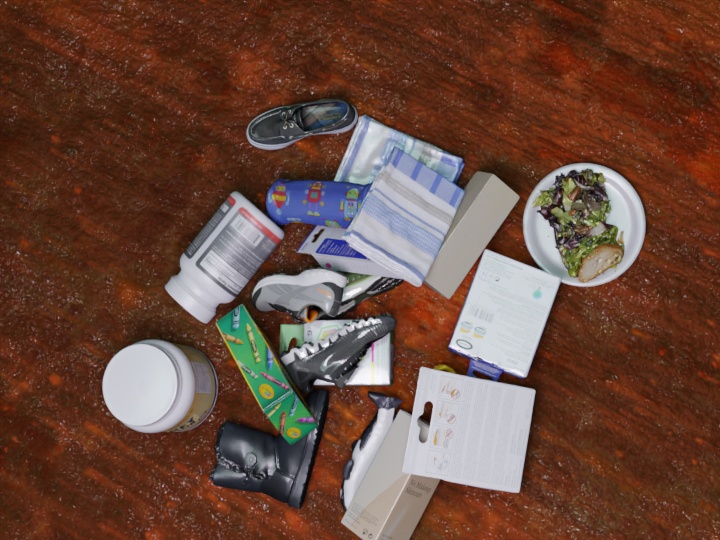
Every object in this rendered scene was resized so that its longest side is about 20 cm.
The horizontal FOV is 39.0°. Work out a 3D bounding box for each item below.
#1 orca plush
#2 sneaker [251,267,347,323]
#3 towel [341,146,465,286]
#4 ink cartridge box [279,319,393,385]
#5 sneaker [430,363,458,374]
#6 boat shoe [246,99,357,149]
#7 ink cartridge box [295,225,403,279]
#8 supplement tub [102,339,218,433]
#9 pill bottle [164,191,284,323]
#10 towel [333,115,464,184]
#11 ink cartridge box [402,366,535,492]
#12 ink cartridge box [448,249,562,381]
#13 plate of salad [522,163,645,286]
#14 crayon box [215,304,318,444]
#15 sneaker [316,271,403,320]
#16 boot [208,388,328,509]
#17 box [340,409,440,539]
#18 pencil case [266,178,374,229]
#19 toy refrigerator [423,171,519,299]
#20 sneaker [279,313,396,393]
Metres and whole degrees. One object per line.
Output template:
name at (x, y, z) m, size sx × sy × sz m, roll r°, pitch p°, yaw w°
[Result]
orca plush at (0.000, 0.287, 1.634) m, size 0.071 × 0.104 × 0.204 m, roll 25°, pitch 114°, yaw 48°
sneaker at (-0.107, 0.048, 1.645) m, size 0.198 × 0.073 × 0.081 m, roll -11°, pitch 66°, yaw 42°
towel at (0.072, -0.087, 1.596) m, size 0.145 × 0.024 × 0.202 m, roll 31°, pitch 61°, yaw -5°
ink cartridge box at (-0.044, 0.136, 1.668) m, size 0.196 × 0.059 × 0.106 m, roll -1°, pitch 82°, yaw 9°
sneaker at (0.166, 0.240, 1.613) m, size 0.073 × 0.077 × 0.201 m, roll -37°, pitch 84°, yaw 1°
boat shoe at (-0.104, -0.257, 1.733) m, size 0.196 × 0.057 × 0.070 m, roll -11°, pitch 81°, yaw 7°
ink cartridge box at (0.001, -0.038, 1.657) m, size 0.197 × 0.038 × 0.095 m, roll 9°, pitch 45°, yaw 29°
supplement tub at (-0.320, 0.187, 1.632) m, size 0.141 × 0.200 × 0.148 m, roll -1°, pitch 82°, yaw 9°
pill bottle at (-0.228, -0.021, 1.690) m, size 0.115 × 0.116 × 0.201 m, roll 40°, pitch 90°, yaw 12°
towel at (0.060, -0.159, 1.705) m, size 0.197 × 0.024 × 0.149 m, roll 25°, pitch 87°, yaw 11°
ink cartridge box at (0.162, 0.245, 1.558) m, size 0.196 × 0.050 × 0.166 m, roll 12°, pitch 84°, yaw -14°
ink cartridge box at (0.224, 0.086, 1.626) m, size 0.134 × 0.076 × 0.203 m, roll 20°, pitch 84°, yaw 10°
plate of salad at (0.362, -0.076, 1.642) m, size 0.196 × 0.048 × 0.205 m, roll -1°, pitch 82°, yaw 9°
crayon box at (-0.149, 0.164, 1.610) m, size 0.058 × 0.119 × 0.201 m, roll -33°, pitch 51°, yaw -4°
sneaker at (0.000, 0.000, 1.679) m, size 0.197 × 0.077 × 0.090 m, roll -28°, pitch 69°, yaw 1°
boot at (-0.150, 0.273, 1.656) m, size 0.165 × 0.076 × 0.204 m, roll 16°, pitch 91°, yaw 7°
box at (0.063, 0.333, 1.598) m, size 0.077 × 0.095 × 0.203 m, roll 26°, pitch 88°, yaw 40°
pencil case at (-0.058, -0.107, 1.673) m, size 0.196 × 0.087 × 0.079 m, roll 5°, pitch 67°, yaw 26°
toy refrigerator at (0.169, -0.057, 1.647) m, size 0.070 × 0.076 × 0.202 m, roll 35°, pitch 88°, yaw -17°
sneaker at (-0.025, 0.136, 1.604) m, size 0.197 × 0.066 × 0.092 m, roll -23°, pitch 82°, yaw 9°
